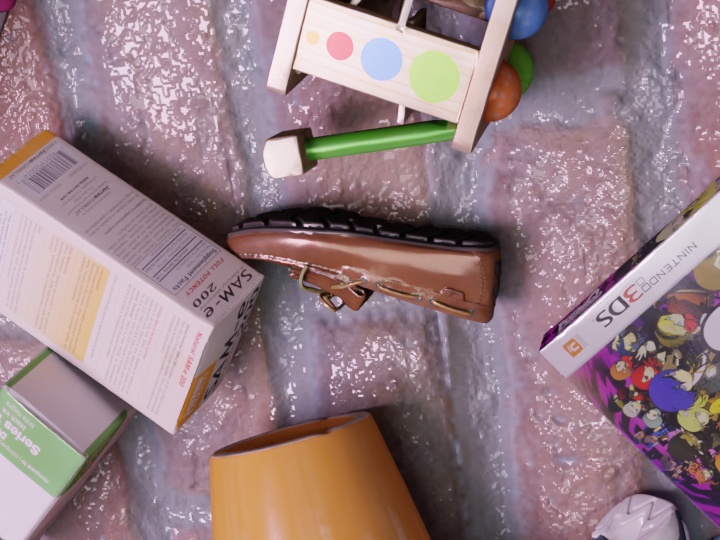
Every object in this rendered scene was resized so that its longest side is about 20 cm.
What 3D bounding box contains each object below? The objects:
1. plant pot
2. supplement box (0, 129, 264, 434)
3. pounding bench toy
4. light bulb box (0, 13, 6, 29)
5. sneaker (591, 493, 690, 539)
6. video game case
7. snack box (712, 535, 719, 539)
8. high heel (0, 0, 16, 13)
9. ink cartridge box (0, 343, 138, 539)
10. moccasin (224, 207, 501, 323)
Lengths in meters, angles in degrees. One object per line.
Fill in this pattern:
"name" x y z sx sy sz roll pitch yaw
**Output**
"plant pot" -0.030 0.208 1.131 0.199 0.200 0.185 -14 91 20
"supplement box" -0.182 0.008 1.121 0.199 0.074 0.126 34 134 8
"pounding bench toy" 0.033 -0.133 1.010 0.155 0.124 0.201 19 114 7
"light bulb box" -0.368 -0.110 1.087 0.124 0.198 0.201 28 116 1
"sneaker" 0.179 0.272 1.116 0.079 0.199 0.130 6 134 56
"video game case" 0.256 0.064 1.072 0.200 0.036 0.181 44 116 -4
"snack box" 0.352 0.253 1.117 0.116 0.037 0.200 -39 97 25
"high heel" -0.287 -0.280 1.069 0.096 0.067 0.201 -35 95 34
"ink cartridge box" -0.259 0.153 1.185 0.084 0.146 0.200 39 114 -1
"moccasin" 0.000 0.000 1.102 0.199 0.074 0.078 8 105 4
